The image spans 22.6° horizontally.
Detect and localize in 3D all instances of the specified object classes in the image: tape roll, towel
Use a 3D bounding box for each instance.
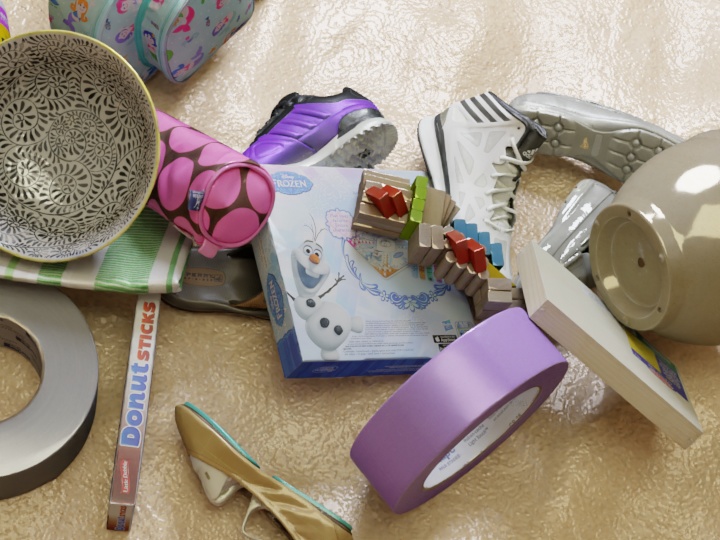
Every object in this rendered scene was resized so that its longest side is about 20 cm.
[{"bbox_3d":[0.086,0.123,1.567,0.199,0.200,0.066,-34,74,-23],"label":"tape roll"},{"bbox_3d":[-0.253,-0.026,1.636,0.198,0.024,0.153,7,28,-1],"label":"towel"},{"bbox_3d":[-0.330,0.099,1.585,0.198,0.066,0.202,3,64,-7],"label":"tape roll"}]

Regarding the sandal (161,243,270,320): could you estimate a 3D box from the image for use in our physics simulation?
[{"bbox_3d":[-0.094,0.000,1.678,0.198,0.055,0.082,4,63,-10],"label":"sandal"}]

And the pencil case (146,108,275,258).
[{"bbox_3d":[-0.167,-0.085,1.650,0.090,0.200,0.094,21,97,-40],"label":"pencil case"}]

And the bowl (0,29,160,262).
[{"bbox_3d":[-0.264,-0.110,1.609,0.198,0.094,0.203,0,92,8],"label":"bowl"}]

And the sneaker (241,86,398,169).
[{"bbox_3d":[-0.071,-0.119,1.741,0.199,0.070,0.100,-24,55,-15],"label":"sneaker"}]

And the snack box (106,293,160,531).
[{"bbox_3d":[-0.199,0.123,1.591,0.024,0.072,0.202,8,63,-7],"label":"snack box"}]

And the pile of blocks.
[{"bbox_3d":[0.082,-0.034,1.643,0.199,0.062,0.082,36,66,1],"label":"pile of blocks"}]

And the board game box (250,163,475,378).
[{"bbox_3d":[0.000,0.000,1.667,0.198,0.043,0.201,1,63,-32],"label":"board game box"}]

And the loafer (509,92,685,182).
[{"bbox_3d":[0.242,-0.134,1.786,0.198,0.070,0.070,19,31,0],"label":"loafer"}]

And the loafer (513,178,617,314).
[{"bbox_3d":[0.199,-0.004,1.723,0.069,0.070,0.201,28,62,15],"label":"loafer"}]

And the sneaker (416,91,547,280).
[{"bbox_3d":[0.130,-0.082,1.711,0.075,0.115,0.202,16,52,-54],"label":"sneaker"}]

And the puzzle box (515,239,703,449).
[{"bbox_3d":[0.224,0.067,1.630,0.200,0.025,0.133,40,17,-16],"label":"puzzle box"}]

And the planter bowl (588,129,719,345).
[{"bbox_3d":[0.296,-0.018,1.660,0.134,0.201,0.201,-15,67,-27],"label":"planter bowl"}]

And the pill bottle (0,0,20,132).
[{"bbox_3d":[-0.379,-0.201,1.703,0.103,0.104,0.202,-9,66,-13],"label":"pill bottle"}]

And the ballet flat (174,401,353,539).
[{"bbox_3d":[-0.098,0.195,1.579,0.199,0.069,0.063,36,77,10],"label":"ballet flat"}]

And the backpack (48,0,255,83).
[{"bbox_3d":[-0.200,-0.269,1.729,0.200,0.178,0.150,-40,71,-20],"label":"backpack"}]
